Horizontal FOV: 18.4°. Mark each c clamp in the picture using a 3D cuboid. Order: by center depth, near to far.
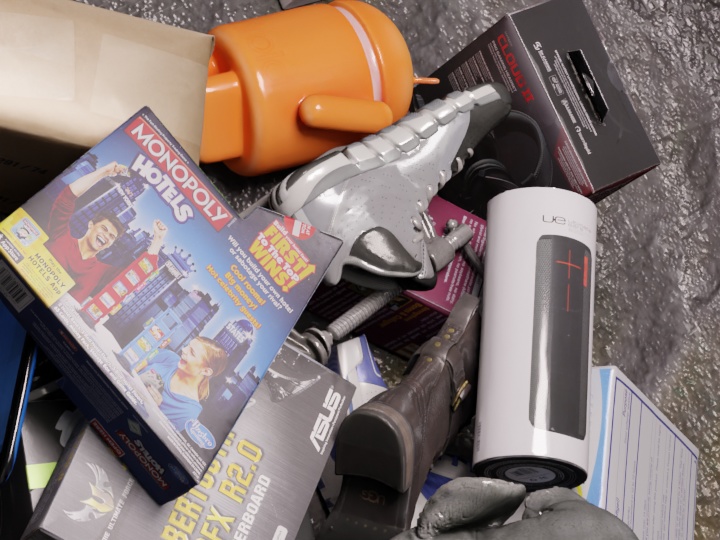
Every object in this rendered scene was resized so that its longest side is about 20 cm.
[{"bbox_3d":[0.000,0.000,1.572,0.199,0.027,0.172,-30,89,-30],"label":"c clamp"}]

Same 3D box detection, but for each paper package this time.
[{"bbox_3d":[-0.223,-0.110,1.529,0.199,0.190,0.104,12,72,-22],"label":"paper package"}]

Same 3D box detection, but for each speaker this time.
[{"bbox_3d":[0.121,0.046,1.540,0.081,0.081,0.201,15,65,-22],"label":"speaker"}]

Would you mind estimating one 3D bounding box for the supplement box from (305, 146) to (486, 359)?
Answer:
[{"bbox_3d":[0.035,0.001,1.669,0.199,0.110,0.086,26,65,-17],"label":"supplement box"}]

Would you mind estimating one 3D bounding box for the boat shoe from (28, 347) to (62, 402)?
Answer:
[{"bbox_3d":[-0.190,0.032,1.536,0.061,0.074,0.200,61,37,-10],"label":"boat shoe"}]

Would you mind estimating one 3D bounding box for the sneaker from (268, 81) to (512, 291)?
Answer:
[{"bbox_3d":[0.040,-0.047,1.565,0.199,0.075,0.116,-27,87,-21],"label":"sneaker"}]

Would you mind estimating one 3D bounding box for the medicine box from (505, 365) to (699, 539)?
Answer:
[{"bbox_3d":[0.166,0.189,1.621,0.200,0.102,0.183,40,51,-54],"label":"medicine box"}]

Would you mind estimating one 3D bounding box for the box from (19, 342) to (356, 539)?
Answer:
[{"bbox_3d":[-0.108,0.125,1.446,0.158,0.048,0.201,32,59,-14],"label":"box"}]

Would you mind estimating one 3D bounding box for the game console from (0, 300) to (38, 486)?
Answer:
[{"bbox_3d":[-0.281,0.050,1.453,0.169,0.118,0.201,6,67,6],"label":"game console"}]

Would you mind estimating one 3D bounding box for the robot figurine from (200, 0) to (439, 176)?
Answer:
[{"bbox_3d":[-0.044,-0.136,1.661,0.199,0.144,0.117,-16,84,-26],"label":"robot figurine"}]

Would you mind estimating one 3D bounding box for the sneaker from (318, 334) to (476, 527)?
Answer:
[{"bbox_3d":[0.029,0.144,1.644,0.115,0.080,0.201,-13,86,-33],"label":"sneaker"}]

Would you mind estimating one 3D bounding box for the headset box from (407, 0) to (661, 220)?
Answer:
[{"bbox_3d":[0.130,-0.110,1.703,0.077,0.200,0.150,-23,85,-31],"label":"headset box"}]

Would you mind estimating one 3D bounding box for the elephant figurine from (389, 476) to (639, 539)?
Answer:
[{"bbox_3d":[0.071,0.199,1.412,0.199,0.156,0.142,9,28,-24],"label":"elephant figurine"}]

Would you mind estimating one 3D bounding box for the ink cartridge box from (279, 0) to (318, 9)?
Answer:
[{"bbox_3d":[-0.040,-0.321,1.766,0.117,0.067,0.201,-18,83,-30],"label":"ink cartridge box"}]

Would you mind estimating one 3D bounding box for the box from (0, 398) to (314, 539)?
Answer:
[{"bbox_3d":[-0.149,0.167,1.512,0.199,0.124,0.150,-3,74,-29],"label":"box"}]

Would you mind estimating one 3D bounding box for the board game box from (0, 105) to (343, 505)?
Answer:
[{"bbox_3d":[-0.115,0.007,1.421,0.200,0.062,0.200,50,55,-4],"label":"board game box"}]

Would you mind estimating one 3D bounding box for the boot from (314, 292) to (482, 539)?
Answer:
[{"bbox_3d":[0.039,0.134,1.551,0.069,0.201,0.174,21,31,18],"label":"boot"}]
